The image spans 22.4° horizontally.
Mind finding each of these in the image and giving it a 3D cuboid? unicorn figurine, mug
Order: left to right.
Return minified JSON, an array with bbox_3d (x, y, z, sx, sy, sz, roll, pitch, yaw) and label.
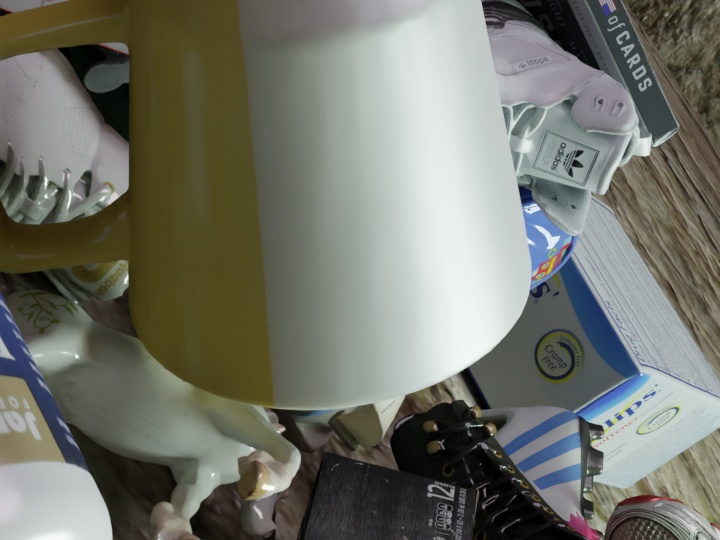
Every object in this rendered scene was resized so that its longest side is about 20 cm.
[{"bbox_3d":[-0.075,0.059,0.661,0.200,0.074,0.138,41,10,-18],"label":"unicorn figurine"},{"bbox_3d":[-0.031,-0.050,0.622,0.149,0.186,0.154,37,-37,43],"label":"mug"}]

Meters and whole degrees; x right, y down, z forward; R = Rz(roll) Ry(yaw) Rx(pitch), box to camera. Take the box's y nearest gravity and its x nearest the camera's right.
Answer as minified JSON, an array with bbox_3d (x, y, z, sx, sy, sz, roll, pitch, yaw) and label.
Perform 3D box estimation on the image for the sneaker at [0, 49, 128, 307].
[{"bbox_3d":[-0.130,-0.036,0.712,0.116,0.074,0.200,49,16,-3],"label":"sneaker"}]

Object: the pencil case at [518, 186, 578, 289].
[{"bbox_3d":[0.033,-0.068,0.976,0.200,0.086,0.078,54,-12,35],"label":"pencil case"}]

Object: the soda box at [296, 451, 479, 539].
[{"bbox_3d":[0.000,0.145,0.674,0.070,0.064,0.200,14,21,1],"label":"soda box"}]

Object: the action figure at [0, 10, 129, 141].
[{"bbox_3d":[-0.146,-0.157,0.886,0.054,0.119,0.200,2,30,-33],"label":"action figure"}]

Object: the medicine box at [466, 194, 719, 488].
[{"bbox_3d":[0.139,0.036,1.219,0.200,0.103,0.183,22,35,-58],"label":"medicine box"}]

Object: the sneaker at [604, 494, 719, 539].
[{"bbox_3d":[0.163,0.212,0.914,0.082,0.077,0.202,-3,79,-62],"label":"sneaker"}]

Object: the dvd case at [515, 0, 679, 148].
[{"bbox_3d":[0.076,-0.136,0.983,0.151,0.025,0.200,61,-21,-18],"label":"dvd case"}]

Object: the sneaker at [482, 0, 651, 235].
[{"bbox_3d":[0.060,-0.070,0.854,0.115,0.076,0.199,37,31,20],"label":"sneaker"}]

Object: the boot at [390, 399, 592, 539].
[{"bbox_3d":[0.062,0.108,0.778,0.139,0.077,0.200,69,-23,12],"label":"boot"}]

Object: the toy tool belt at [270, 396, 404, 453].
[{"bbox_3d":[0.000,0.000,0.780,0.125,0.123,0.200,51,-14,-4],"label":"toy tool belt"}]

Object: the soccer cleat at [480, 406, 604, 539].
[{"bbox_3d":[0.082,0.136,0.948,0.085,0.070,0.200,7,26,3],"label":"soccer cleat"}]

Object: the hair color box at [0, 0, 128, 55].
[{"bbox_3d":[-0.125,-0.159,0.751,0.198,0.112,0.064,20,7,-12],"label":"hair color box"}]

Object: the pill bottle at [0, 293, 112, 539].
[{"bbox_3d":[-0.132,0.052,0.471,0.201,0.111,0.111,59,18,19],"label":"pill bottle"}]
